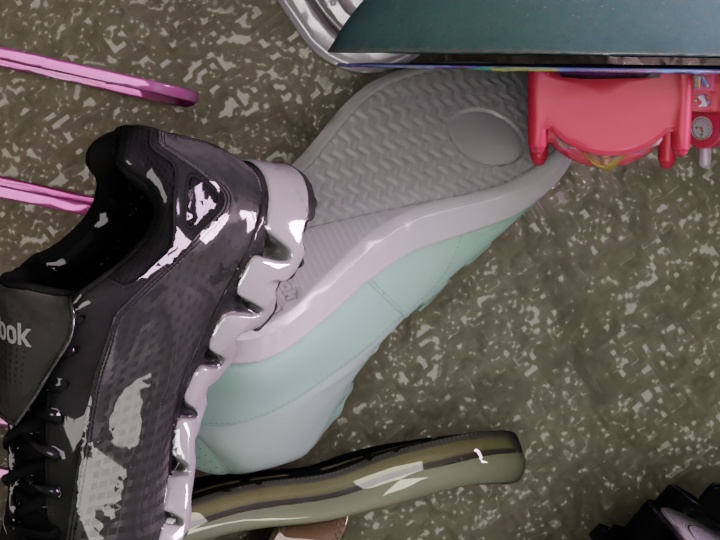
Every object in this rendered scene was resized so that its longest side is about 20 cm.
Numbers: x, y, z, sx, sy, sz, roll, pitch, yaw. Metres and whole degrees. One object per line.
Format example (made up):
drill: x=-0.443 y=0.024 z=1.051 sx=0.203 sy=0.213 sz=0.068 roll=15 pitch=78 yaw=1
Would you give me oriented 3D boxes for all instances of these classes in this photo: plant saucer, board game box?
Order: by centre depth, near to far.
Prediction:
board game box: x=0.093 y=-0.053 z=0.789 sx=0.200 sy=0.158 sz=0.039 roll=-5 pitch=98 yaw=-40
plant saucer: x=0.088 y=-0.093 z=0.792 sx=0.199 sy=0.200 sz=0.036 roll=1 pitch=95 yaw=-4

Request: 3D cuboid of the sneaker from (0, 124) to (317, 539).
sneaker: x=-0.090 y=0.041 z=0.717 sx=0.090 sy=0.066 sz=0.200 roll=29 pitch=79 yaw=-38

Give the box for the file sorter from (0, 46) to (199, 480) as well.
file sorter: x=-0.129 y=-0.030 z=0.813 sx=0.125 sy=0.139 sz=0.201 roll=12 pitch=92 yaw=-6

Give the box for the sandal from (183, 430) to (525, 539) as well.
sandal: x=-0.031 y=0.105 z=0.855 sx=0.200 sy=0.080 sz=0.058 roll=-12 pitch=91 yaw=-4

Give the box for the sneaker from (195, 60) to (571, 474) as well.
sneaker: x=-0.001 y=0.000 z=0.865 sx=0.200 sy=0.118 sz=0.074 roll=-33 pitch=65 yaw=-30

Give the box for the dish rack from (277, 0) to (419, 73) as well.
dish rack: x=0.010 y=-0.196 z=0.861 sx=0.171 sy=0.044 sz=0.200 roll=-35 pitch=94 yaw=-1

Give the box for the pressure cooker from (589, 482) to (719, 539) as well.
pressure cooker: x=0.132 y=0.179 z=0.822 sx=0.176 sy=0.179 sz=0.200 roll=38 pitch=95 yaw=6
